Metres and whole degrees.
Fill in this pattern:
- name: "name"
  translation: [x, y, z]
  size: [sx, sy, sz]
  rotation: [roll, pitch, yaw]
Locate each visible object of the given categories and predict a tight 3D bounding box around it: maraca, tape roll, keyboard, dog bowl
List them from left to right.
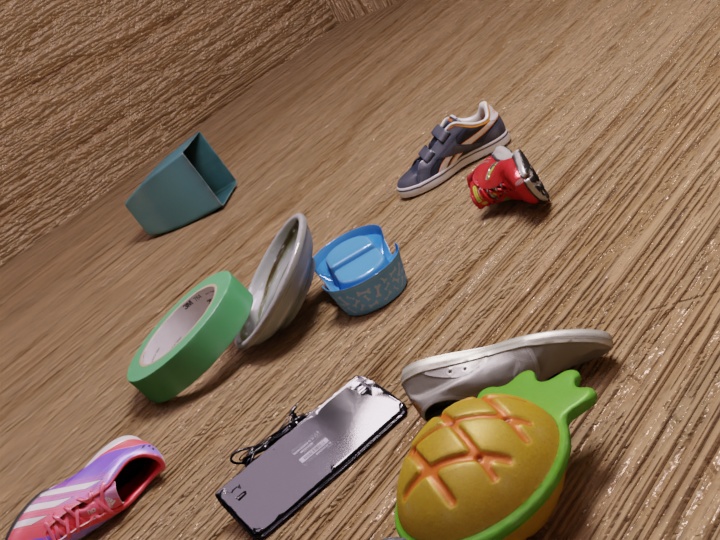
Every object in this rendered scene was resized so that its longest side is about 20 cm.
- name: "tape roll"
  translation: [-0.234, 0.089, 1.318]
  size: [0.200, 0.048, 0.201]
  rotation: [-38, 21, 17]
- name: "keyboard"
  translation: [-0.050, 0.184, 0.968]
  size: [0.200, 0.040, 0.104]
  rotation: [-37, 45, -21]
- name: "dog bowl"
  translation: [0.000, 0.000, 1.283]
  size: [0.111, 0.050, 0.200]
  rotation: [-31, 21, -3]
- name: "maraca"
  translation: [0.104, 0.142, 0.738]
  size: [0.137, 0.107, 0.200]
  rotation: [-3, 32, 45]

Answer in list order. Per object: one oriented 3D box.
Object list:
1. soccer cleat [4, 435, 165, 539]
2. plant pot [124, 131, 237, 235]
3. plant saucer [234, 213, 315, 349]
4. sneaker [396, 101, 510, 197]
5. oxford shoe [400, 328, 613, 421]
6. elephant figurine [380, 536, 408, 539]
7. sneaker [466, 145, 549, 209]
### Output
- name: "soccer cleat"
  translation: [-0.304, 0.260, 1.062]
  size: [0.073, 0.068, 0.200]
  rotation: [4, 36, 49]
- name: "plant pot"
  translation: [-0.400, -0.173, 2.087]
  size: [0.199, 0.142, 0.142]
  rotation: [-30, 19, 19]
- name: "plant saucer"
  translation: [-0.106, 0.022, 1.301]
  size: [0.201, 0.050, 0.201]
  rotation: [-56, 17, 28]
- name: "sneaker"
  translation: [0.134, -0.194, 1.518]
  size: [0.199, 0.080, 0.078]
  rotation: [-32, 21, -1]
- name: "oxford shoe"
  translation: [0.135, 0.097, 0.883]
  size: [0.199, 0.075, 0.058]
  rotation: [-16, 65, 13]
- name: "elephant figurine"
  translation: [0.034, 0.264, 0.543]
  size: [0.155, 0.141, 0.200]
  rotation: [-51, 29, 25]
- name: "sneaker"
  translation: [0.189, -0.111, 1.277]
  size: [0.085, 0.077, 0.200]
  rotation: [-34, 10, 1]
